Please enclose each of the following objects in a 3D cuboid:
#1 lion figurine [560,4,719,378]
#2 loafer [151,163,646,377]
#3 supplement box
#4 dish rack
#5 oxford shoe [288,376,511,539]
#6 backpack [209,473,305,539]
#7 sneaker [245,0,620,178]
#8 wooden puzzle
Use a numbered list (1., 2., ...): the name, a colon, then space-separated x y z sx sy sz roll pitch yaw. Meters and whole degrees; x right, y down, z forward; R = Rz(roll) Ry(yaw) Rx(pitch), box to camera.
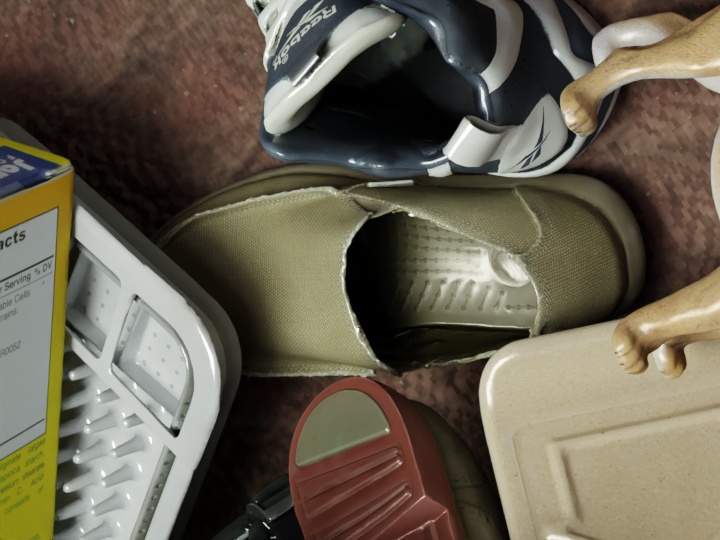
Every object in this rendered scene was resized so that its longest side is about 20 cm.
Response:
1. lion figurine: 0.135 -0.033 0.923 0.122 0.072 0.201 -21 72 23
2. loafer: 0.000 0.000 1.034 0.199 0.067 0.076 -8 99 27
3. supplement box: -0.179 0.053 1.028 0.109 0.109 0.201 18 116 26
4. dish rack: -0.119 0.050 1.087 0.172 0.043 0.200 40 127 25
5. oxford shoe: 0.039 0.128 0.958 0.070 0.075 0.201 -31 59 31
6. backpack: -0.017 0.197 1.024 0.200 0.177 0.151 50 149 9
7. sneaker: -0.015 -0.096 0.986 0.199 0.130 0.080 43 114 10
8. wooden puzzle: 0.147 0.105 0.943 0.185 0.046 0.201 -12 66 -2
